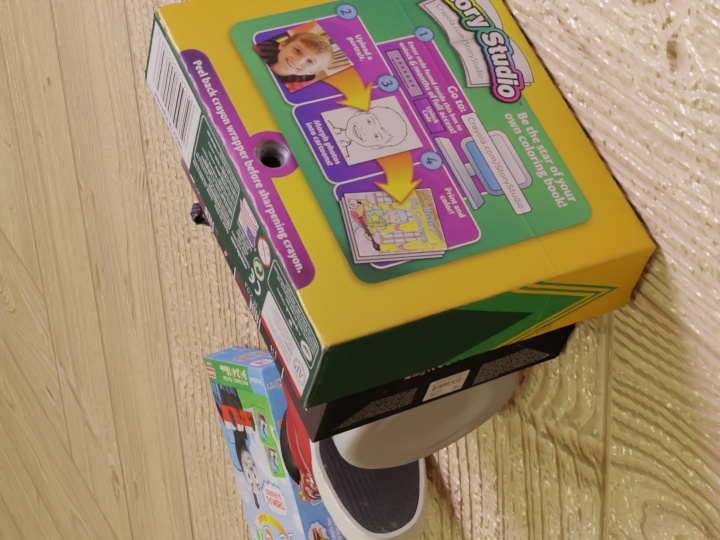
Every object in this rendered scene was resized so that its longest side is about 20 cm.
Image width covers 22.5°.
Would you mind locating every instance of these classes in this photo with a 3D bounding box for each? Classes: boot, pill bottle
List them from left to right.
[{"bbox_3d":[-0.009,0.140,1.226,0.145,0.072,0.201,93,160,-44],"label":"boot"},{"bbox_3d":[0.000,0.000,1.027,0.201,0.110,0.111,63,158,25],"label":"pill bottle"}]

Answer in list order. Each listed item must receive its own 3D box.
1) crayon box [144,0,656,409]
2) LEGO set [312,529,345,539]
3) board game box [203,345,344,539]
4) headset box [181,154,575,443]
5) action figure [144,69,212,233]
[{"bbox_3d":[0.015,-0.052,0.858,0.201,0.171,0.058,63,154,27],"label":"crayon box"},{"bbox_3d":[-0.008,0.277,1.306,0.200,0.116,0.154,52,122,10],"label":"LEGO set"},{"bbox_3d":[-0.063,0.164,1.429,0.151,0.036,0.202,2,108,68],"label":"board game box"},{"bbox_3d":[0.005,-0.033,0.935,0.201,0.148,0.075,64,157,25],"label":"headset box"},{"bbox_3d":[-0.084,-0.054,1.271,0.130,0.069,0.202,12,120,62],"label":"action figure"}]
